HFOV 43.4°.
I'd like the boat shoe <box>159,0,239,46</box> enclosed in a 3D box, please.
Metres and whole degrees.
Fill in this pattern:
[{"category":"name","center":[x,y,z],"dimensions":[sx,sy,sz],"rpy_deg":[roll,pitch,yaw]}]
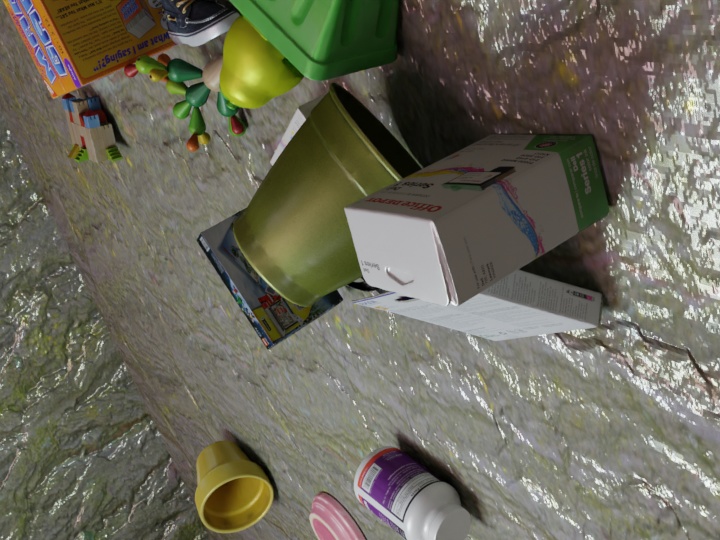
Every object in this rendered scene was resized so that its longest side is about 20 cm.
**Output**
[{"category":"boat shoe","center":[-0.239,-0.372,1.277],"dimensions":[0.200,0.071,0.091],"rpy_deg":[19,139,56]}]

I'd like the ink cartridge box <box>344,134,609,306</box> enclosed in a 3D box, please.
[{"category":"ink cartridge box","center":[0.107,-0.055,0.850],"dimensions":[0.145,0.200,0.084],"rpy_deg":[13,127,56]}]

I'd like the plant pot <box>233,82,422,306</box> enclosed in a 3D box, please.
[{"category":"plant pot","center":[-0.031,-0.066,1.005],"dimensions":[0.200,0.193,0.200],"rpy_deg":[45,-167,-14]}]

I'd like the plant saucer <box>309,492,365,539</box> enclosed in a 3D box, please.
[{"category":"plant saucer","center":[-0.052,0.604,2.063],"dimensions":[0.200,0.051,0.201],"rpy_deg":[41,150,30]}]

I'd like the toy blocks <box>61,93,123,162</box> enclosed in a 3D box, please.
[{"category":"toy blocks","center":[-0.594,-0.318,1.982],"dimensions":[0.200,0.100,0.137],"rpy_deg":[24,127,51]}]

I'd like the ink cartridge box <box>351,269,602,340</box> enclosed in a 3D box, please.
[{"category":"ink cartridge box","center":[0.119,0.030,0.971],"dimensions":[0.196,0.199,0.044],"rpy_deg":[-18,58,64]}]

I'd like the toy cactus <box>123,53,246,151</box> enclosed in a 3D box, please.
[{"category":"toy cactus","center":[-0.238,-0.268,1.345],"dimensions":[0.200,0.103,0.165],"rpy_deg":[41,134,-23]}]

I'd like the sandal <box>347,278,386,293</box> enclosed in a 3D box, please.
[{"category":"sandal","center":[0.000,0.000,1.267],"dimensions":[0.200,0.045,0.075],"rpy_deg":[36,153,26]}]

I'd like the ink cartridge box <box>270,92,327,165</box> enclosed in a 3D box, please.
[{"category":"ink cartridge box","center":[-0.052,-0.137,1.208],"dimensions":[0.117,0.067,0.200],"rpy_deg":[55,155,6]}]

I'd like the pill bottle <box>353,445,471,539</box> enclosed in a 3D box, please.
[{"category":"pill bottle","center":[0.086,0.377,1.483],"dimensions":[0.200,0.112,0.113],"rpy_deg":[26,141,48]}]

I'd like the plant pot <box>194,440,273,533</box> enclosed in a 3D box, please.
[{"category":"plant pot","center":[-0.354,0.563,2.424],"dimensions":[0.189,0.200,0.201],"rpy_deg":[-128,20,-51]}]

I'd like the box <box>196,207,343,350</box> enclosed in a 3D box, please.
[{"category":"box","center":[-0.137,0.000,1.374],"dimensions":[0.200,0.136,0.038],"rpy_deg":[57,153,3]}]

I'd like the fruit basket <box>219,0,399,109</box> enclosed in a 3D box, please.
[{"category":"fruit basket","center":[-0.074,-0.268,0.994],"dimensions":[0.215,0.155,0.217],"rpy_deg":[25,126,39]}]

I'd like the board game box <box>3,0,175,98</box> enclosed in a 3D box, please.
[{"category":"board game box","center":[-0.416,-0.407,1.410],"dimensions":[0.200,0.200,0.201],"rpy_deg":[7,124,59]}]
